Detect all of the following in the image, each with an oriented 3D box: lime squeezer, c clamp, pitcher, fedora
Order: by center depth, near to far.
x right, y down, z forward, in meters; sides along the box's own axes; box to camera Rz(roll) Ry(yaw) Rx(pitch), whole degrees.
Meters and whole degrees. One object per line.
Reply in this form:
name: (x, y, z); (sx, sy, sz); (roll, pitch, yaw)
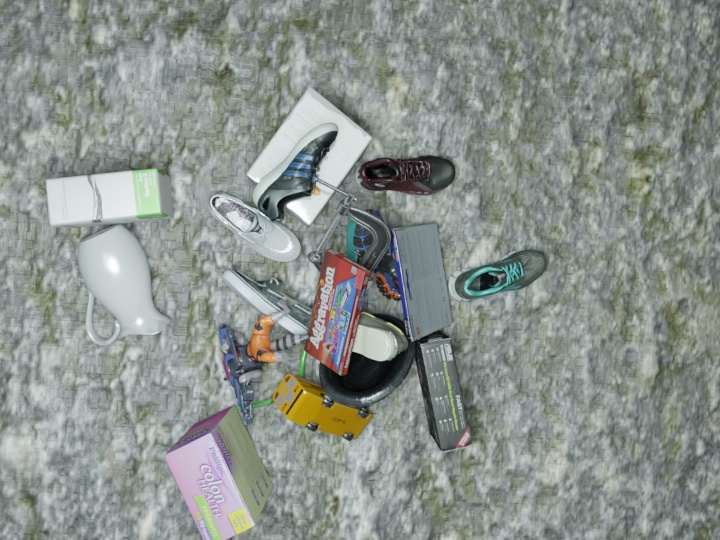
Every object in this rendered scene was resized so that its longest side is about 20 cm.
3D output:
c clamp: (-0.034, -0.059, 1.494); (0.168, 0.027, 0.202); (23, 127, -5)
pitcher: (-0.460, 0.032, 1.538); (0.168, 0.121, 0.204); (-19, 104, 12)
fedora: (0.020, 0.183, 1.557); (0.196, 0.092, 0.204); (-10, 49, 12)
lime squeezer: (-0.150, 0.220, 1.594); (0.200, 0.038, 0.071); (-43, 93, -1)

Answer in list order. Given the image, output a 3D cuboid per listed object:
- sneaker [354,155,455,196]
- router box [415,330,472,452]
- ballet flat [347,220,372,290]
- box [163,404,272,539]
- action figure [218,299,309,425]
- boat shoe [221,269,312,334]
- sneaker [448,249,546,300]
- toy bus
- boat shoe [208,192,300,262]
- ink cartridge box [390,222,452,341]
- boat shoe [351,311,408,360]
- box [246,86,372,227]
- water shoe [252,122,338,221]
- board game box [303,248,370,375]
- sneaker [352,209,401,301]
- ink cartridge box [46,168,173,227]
sneaker: (0.089, -0.179, 1.562); (0.195, 0.116, 0.078); (-5, 92, -3)
router box: (0.149, 0.221, 1.558); (0.061, 0.150, 0.205); (-11, 92, -4)
ballet flat: (0.000, 0.000, 1.589); (0.063, 0.067, 0.205); (6, 94, -34)
box: (-0.250, 0.364, 1.504); (0.095, 0.200, 0.179); (-25, 93, 4)
action figure: (-0.184, 0.176, 1.534); (0.192, 0.103, 0.204); (-34, 61, 38)
boat shoe: (-0.169, 0.049, 1.580); (0.199, 0.072, 0.072); (37, 79, -14)
sneaker: (0.269, 0.014, 1.591); (0.196, 0.091, 0.079); (-20, 93, -3)
toy bus: (-0.066, 0.255, 1.546); (0.199, 0.078, 0.066); (27, 101, -47)
boat shoe: (-0.199, -0.084, 1.568); (0.199, 0.069, 0.072); (39, 89, -4)
ink cartridge box: (0.103, 0.019, 1.534); (0.040, 0.199, 0.205); (-8, 92, 27)
boat shoe: (0.000, 0.111, 1.518); (0.060, 0.199, 0.074); (-7, 110, -45)
box: (-0.096, -0.207, 1.554); (0.151, 0.106, 0.201); (37, 88, -4)
water shoe: (-0.099, -0.169, 1.461); (0.200, 0.071, 0.079); (-44, 77, 7)
board game box: (-0.044, 0.074, 1.493); (0.102, 0.019, 0.204); (28, 115, 37)
sneaker: (0.043, -0.037, 1.555); (0.074, 0.079, 0.202); (-2, 133, 25)
ink cartridge box: (-0.450, -0.129, 1.511); (0.195, 0.145, 0.086); (-6, 91, -4)
